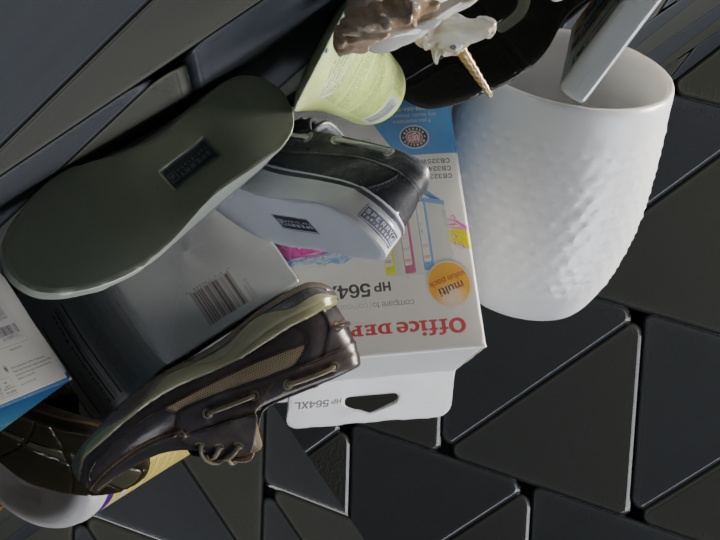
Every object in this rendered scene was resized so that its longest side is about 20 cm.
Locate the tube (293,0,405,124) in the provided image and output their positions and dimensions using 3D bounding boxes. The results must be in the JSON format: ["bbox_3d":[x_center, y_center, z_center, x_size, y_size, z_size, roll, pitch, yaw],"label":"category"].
[{"bbox_3d":[-0.008,-0.124,1.650,0.052,0.058,0.200,-14,177,7],"label":"tube"}]

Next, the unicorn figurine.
[{"bbox_3d":[0.047,-0.161,1.564,0.137,0.074,0.200,-36,164,37],"label":"unicorn figurine"}]

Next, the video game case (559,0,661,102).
[{"bbox_3d":[0.201,-0.213,1.783,0.200,0.023,0.182,-54,-175,18],"label":"video game case"}]

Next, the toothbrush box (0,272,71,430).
[{"bbox_3d":[-0.295,0.096,1.614,0.200,0.085,0.146,-37,175,22],"label":"toothbrush box"}]

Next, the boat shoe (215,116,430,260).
[{"bbox_3d":[-0.036,-0.059,1.624,0.200,0.072,0.068,13,-119,51],"label":"boat shoe"}]

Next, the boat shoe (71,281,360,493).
[{"bbox_3d":[-0.088,0.086,1.686,0.200,0.073,0.074,-34,175,4],"label":"boat shoe"}]

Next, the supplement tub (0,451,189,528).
[{"bbox_3d":[-0.182,0.087,1.989,0.200,0.146,0.145,-30,174,-44],"label":"supplement tub"}]

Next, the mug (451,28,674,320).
[{"bbox_3d":[0.108,-0.071,1.902,0.148,0.200,0.176,-29,136,-53],"label":"mug"}]

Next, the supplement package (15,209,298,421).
[{"bbox_3d":[-0.142,0.019,1.773,0.114,0.110,0.200,-32,175,-27],"label":"supplement package"}]

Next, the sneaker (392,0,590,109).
[{"bbox_3d":[0.109,-0.171,1.819,0.200,0.076,0.115,-37,174,0],"label":"sneaker"}]

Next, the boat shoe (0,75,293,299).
[{"bbox_3d":[-0.123,-0.038,1.547,0.201,0.070,0.072,-35,173,-27],"label":"boat shoe"}]

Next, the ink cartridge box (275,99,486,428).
[{"bbox_3d":[0.000,0.000,1.821,0.128,0.201,0.125,-5,166,-17],"label":"ink cartridge box"}]

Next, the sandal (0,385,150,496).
[{"bbox_3d":[-0.224,0.091,1.750,0.082,0.199,0.055,-45,-149,49],"label":"sandal"}]

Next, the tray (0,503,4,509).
[{"bbox_3d":[-0.353,0.171,1.928,0.037,0.099,0.200,-38,175,41],"label":"tray"}]
